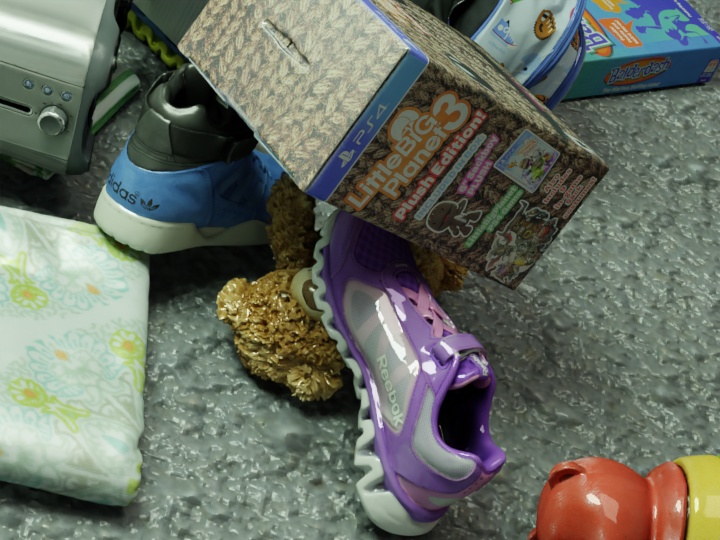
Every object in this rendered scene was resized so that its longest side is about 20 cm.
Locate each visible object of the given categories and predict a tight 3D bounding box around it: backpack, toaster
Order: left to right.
[{"bbox_3d":[-0.217,-0.155,1.152,0.129,0.114,0.200,14,37,-9],"label":"toaster"},{"bbox_3d":[0.080,-0.180,1.315,0.154,0.191,0.200,19,36,-34],"label":"backpack"}]

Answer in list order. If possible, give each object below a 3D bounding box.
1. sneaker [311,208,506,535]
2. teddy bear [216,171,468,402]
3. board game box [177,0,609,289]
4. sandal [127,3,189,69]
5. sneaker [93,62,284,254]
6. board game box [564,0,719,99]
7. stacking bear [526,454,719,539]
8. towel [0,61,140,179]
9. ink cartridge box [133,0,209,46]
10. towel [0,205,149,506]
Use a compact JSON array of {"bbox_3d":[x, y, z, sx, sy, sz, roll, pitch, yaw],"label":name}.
[{"bbox_3d":[0.035,0.049,1.049,0.080,0.088,0.201,-1,72,-46],"label":"sneaker"},{"bbox_3d":[0.000,0.000,1.142,0.200,0.067,0.146,-13,86,-45],"label":"teddy bear"},{"bbox_3d":[0.021,-0.096,1.060,0.200,0.097,0.160,23,20,-47],"label":"board game box"},{"bbox_3d":[-0.130,-0.203,1.312,0.199,0.087,0.080,30,36,3],"label":"sandal"},{"bbox_3d":[-0.082,-0.079,1.145,0.077,0.112,0.200,35,23,24],"label":"sneaker"},{"bbox_3d":[0.194,-0.215,1.531,0.199,0.045,0.152,-12,51,-36],"label":"board game box"},{"bbox_3d":[0.201,0.160,1.063,0.199,0.122,0.114,11,42,-6],"label":"stacking bear"},{"bbox_3d":[-0.263,-0.145,1.225,0.199,0.023,0.153,28,38,5],"label":"towel"},{"bbox_3d":[-0.092,-0.176,1.212,0.200,0.146,0.048,44,71,-3],"label":"ink cartridge box"},{"bbox_3d":[-0.205,0.038,1.027,0.170,0.048,0.200,12,40,-15],"label":"towel"}]
